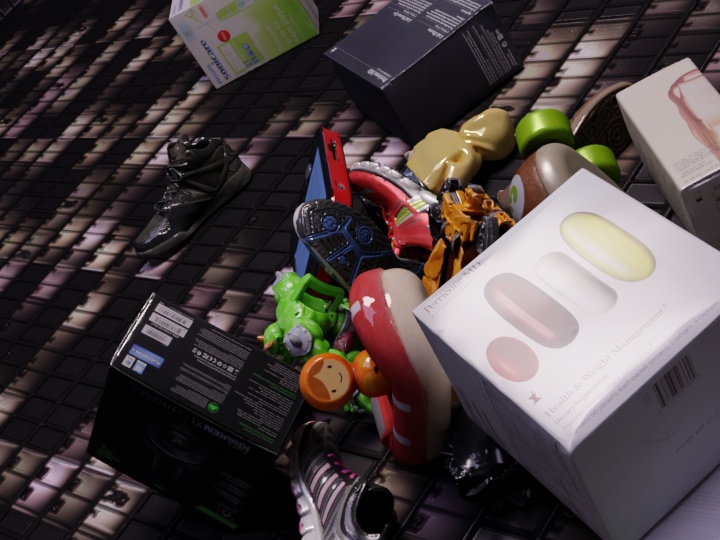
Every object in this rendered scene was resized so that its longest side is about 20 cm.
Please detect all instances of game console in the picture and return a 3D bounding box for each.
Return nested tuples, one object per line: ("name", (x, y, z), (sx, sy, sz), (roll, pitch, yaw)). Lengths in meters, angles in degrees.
("game console", (-0.052, -0.051, 1.504), (0.201, 0.031, 0.178), (-100, 26, -56))

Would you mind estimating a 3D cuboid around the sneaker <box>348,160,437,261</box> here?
("sneaker", (0.050, -0.053, 1.425), (0.199, 0.077, 0.085), (34, 90, 32))

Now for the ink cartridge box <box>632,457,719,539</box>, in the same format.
("ink cartridge box", (0.279, 0.192, 0.958), (0.145, 0.048, 0.201), (0, 47, 43))

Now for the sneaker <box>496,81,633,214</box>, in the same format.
("sneaker", (0.224, -0.137, 1.422), (0.200, 0.071, 0.075), (-45, 32, -17))

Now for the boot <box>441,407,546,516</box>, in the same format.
("boot", (0.159, 0.116, 1.152), (0.161, 0.074, 0.199), (-22, 34, 26))

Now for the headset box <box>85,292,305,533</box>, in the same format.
("headset box", (-0.159, 0.143, 1.249), (0.093, 0.173, 0.200), (-62, 1, -37))

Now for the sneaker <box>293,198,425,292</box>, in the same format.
("sneaker", (0.000, 0.000, 1.341), (0.077, 0.200, 0.076), (-11, 47, 50))

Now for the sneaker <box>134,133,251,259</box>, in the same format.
("sneaker", (-0.253, -0.111, 1.795), (0.199, 0.114, 0.076), (-44, 31, -11))

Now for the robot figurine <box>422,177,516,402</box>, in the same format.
("robot figurine", (0.098, 0.013, 1.234), (0.058, 0.202, 0.145), (1, 26, -21))

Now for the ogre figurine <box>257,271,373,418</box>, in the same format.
("ogre figurine", (-0.036, 0.064, 1.341), (0.098, 0.120, 0.201), (-38, 29, 32))

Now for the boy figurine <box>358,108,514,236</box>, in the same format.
("boy figurine", (0.093, -0.120, 1.528), (0.199, 0.065, 0.124), (-37, 35, -5))

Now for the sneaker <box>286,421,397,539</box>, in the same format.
("sneaker", (-0.011, 0.209, 1.184), (0.087, 0.074, 0.201), (-28, 37, 12))

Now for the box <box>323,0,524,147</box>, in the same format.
("box", (0.080, -0.277, 1.710), (0.182, 0.104, 0.200), (-37, 31, -6))

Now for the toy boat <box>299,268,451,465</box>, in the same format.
("toy boat", (0.009, 0.091, 1.173), (0.129, 0.201, 0.131), (-11, 49, -7))

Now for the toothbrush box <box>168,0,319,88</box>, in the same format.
("toothbrush box", (-0.185, -0.410, 2.093), (0.199, 0.146, 0.086), (-24, 34, 16))

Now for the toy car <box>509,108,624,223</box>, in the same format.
("toy car", (0.163, -0.023, 1.272), (0.199, 0.157, 0.165), (-36, 45, 29))

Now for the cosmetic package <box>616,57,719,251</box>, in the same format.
("cosmetic package", (0.328, -0.108, 1.259), (0.087, 0.104, 0.201), (-27, 34, 8))

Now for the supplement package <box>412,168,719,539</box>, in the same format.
("supplement package", (0.186, 0.064, 1.007), (0.191, 0.148, 0.200), (-40, 42, -10))
